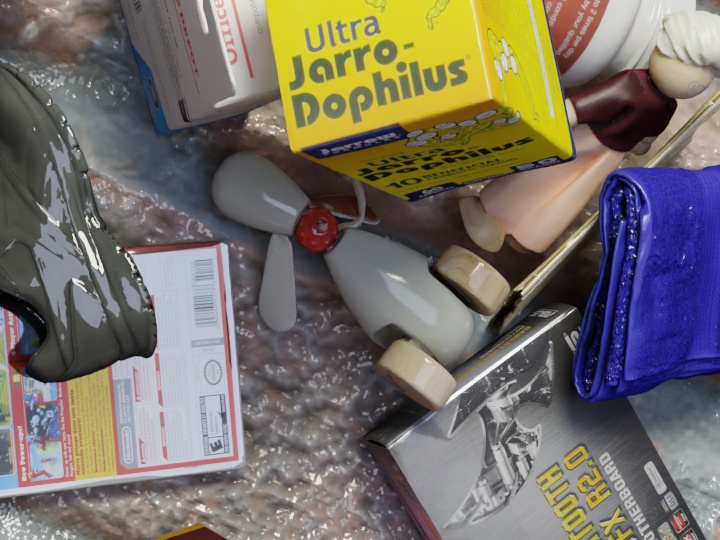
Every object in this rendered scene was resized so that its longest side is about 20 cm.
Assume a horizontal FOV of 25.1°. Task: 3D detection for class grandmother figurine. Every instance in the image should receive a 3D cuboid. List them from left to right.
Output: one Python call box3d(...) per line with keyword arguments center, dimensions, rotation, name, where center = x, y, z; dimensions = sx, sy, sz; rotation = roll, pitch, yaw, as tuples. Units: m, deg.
box3d(center=(0.155, -0.087, 1.007), dimensions=(0.121, 0.200, 0.061), rotation=(-12, 63, -56), name="grandmother figurine")

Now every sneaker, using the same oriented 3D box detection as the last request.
box3d(center=(-0.192, -0.028, 0.933), dimensions=(0.090, 0.076, 0.201), rotation=(-25, 83, -15), name="sneaker")

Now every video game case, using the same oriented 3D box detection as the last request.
box3d(center=(-0.172, 0.060, 0.978), dimensions=(0.199, 0.017, 0.144), rotation=(-5, 91, -19), name="video game case")

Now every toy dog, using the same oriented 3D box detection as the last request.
box3d(center=(0.000, 0.000, 1.014), dimensions=(0.132, 0.096, 0.200), rotation=(-33, 85, -13), name="toy dog")

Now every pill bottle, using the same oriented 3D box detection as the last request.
box3d(center=(0.107, -0.183, 1.027), dimensions=(0.199, 0.112, 0.113), rotation=(20, 83, -17), name="pill bottle")

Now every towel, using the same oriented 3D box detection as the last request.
box3d(center=(0.222, 0.006, 1.043), dimensions=(0.199, 0.049, 0.149), rotation=(-7, 110, -44), name="towel")

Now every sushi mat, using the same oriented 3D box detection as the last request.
box3d(center=(0.161, -0.039, 1.053), dimensions=(0.200, 0.096, 0.012), rotation=(-43, 82, -14), name="sushi mat")

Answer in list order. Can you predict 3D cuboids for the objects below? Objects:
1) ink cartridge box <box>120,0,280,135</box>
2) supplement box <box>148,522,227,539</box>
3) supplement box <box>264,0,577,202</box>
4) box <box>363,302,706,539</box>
box3d(center=(-0.080, -0.148, 0.916), dimensions=(0.068, 0.200, 0.117), rotation=(-16, 95, -18), name="ink cartridge box")
box3d(center=(-0.140, 0.245, 0.890), dimensions=(0.196, 0.200, 0.134), rotation=(-16, 94, -18), name="supplement box")
box3d(center=(0.037, -0.112, 0.876), dimensions=(0.108, 0.200, 0.110), rotation=(-14, 81, 18), name="supplement box")
box3d(center=(0.118, 0.146, 1.052), dimensions=(0.158, 0.048, 0.201), rotation=(-34, 103, -17), name="box")
